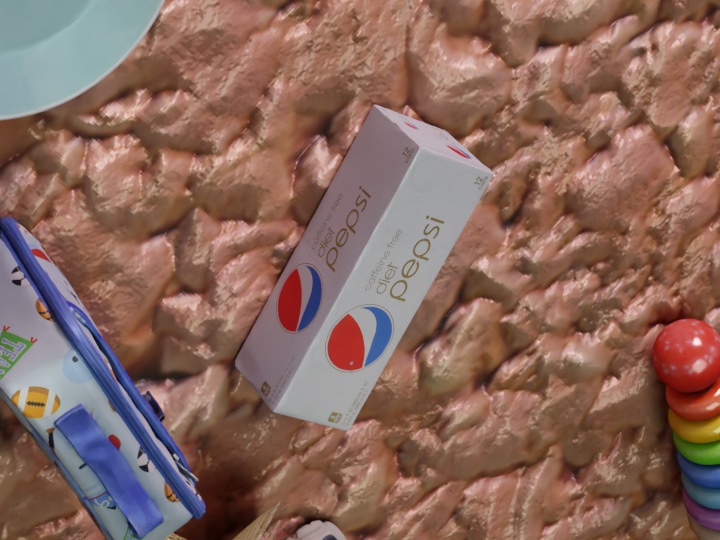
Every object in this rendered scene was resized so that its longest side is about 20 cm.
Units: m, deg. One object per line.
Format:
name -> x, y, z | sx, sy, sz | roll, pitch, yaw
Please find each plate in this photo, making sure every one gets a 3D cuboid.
plate -> -0.191, -0.176, 1.204 | 0.199, 0.026, 0.201 | -16, 127, -23

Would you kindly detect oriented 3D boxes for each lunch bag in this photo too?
lunch bag -> -0.166, 0.076, 1.297 | 0.075, 0.160, 0.200 | -36, 132, -7

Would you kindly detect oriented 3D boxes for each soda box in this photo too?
soda box -> 0.000, 0.000, 1.423 | 0.068, 0.064, 0.201 | 17, 108, -39

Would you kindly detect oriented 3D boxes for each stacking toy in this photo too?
stacking toy -> 0.266, 0.119, 1.673 | 0.085, 0.085, 0.201 | -33, 128, -10

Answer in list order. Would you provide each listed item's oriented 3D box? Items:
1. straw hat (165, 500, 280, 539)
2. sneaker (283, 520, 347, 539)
straw hat -> -0.136, 0.221, 1.461 | 0.085, 0.201, 0.202 | 28, 106, 2
sneaker -> -0.007, 0.267, 1.587 | 0.077, 0.080, 0.201 | -35, 133, -9
